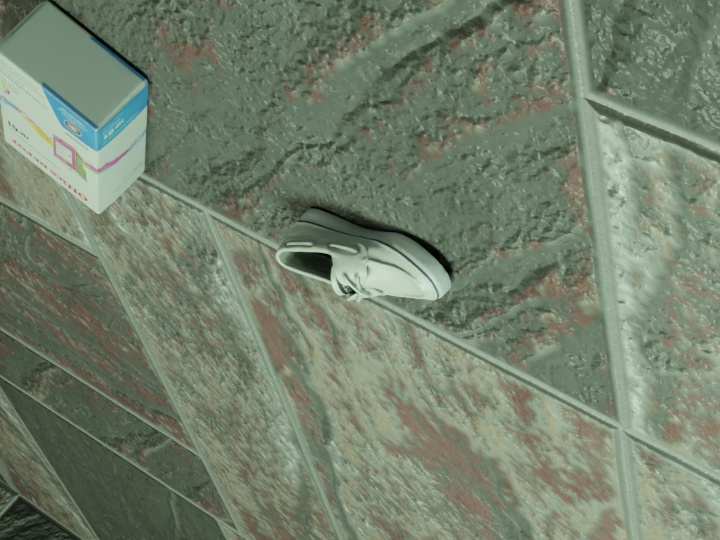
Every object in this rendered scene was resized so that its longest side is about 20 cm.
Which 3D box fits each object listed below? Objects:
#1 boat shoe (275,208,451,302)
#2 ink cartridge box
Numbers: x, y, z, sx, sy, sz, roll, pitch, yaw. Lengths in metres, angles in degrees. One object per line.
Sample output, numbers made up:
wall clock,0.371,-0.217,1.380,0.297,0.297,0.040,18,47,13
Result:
boat shoe,0.000,0.000,1.532,0.199,0.065,0.074,17,146,45
ink cartridge box,-0.306,-0.168,1.695,0.144,0.085,0.200,38,158,8
